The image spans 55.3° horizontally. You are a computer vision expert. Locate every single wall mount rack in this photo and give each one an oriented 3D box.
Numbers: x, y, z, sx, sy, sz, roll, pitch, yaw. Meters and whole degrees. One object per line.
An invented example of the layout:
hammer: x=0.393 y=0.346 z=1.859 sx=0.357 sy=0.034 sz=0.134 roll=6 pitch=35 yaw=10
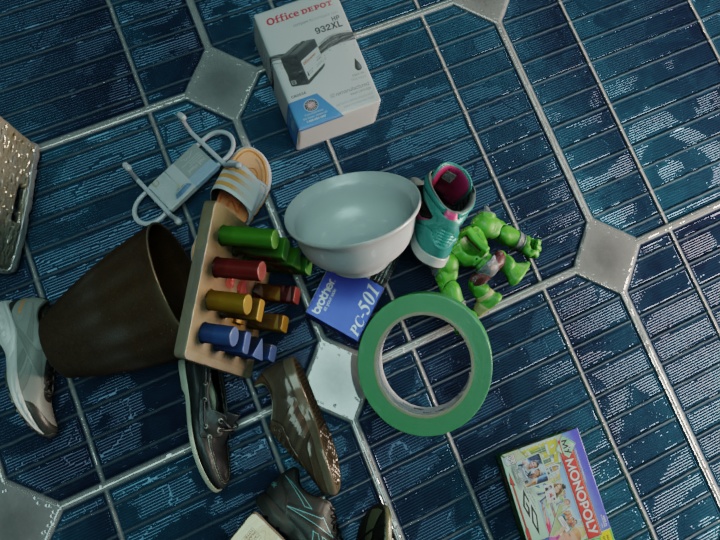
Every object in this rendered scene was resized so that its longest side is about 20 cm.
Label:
wall mount rack: x=-0.258 y=-0.140 z=1.017 sx=0.200 sy=0.075 sz=0.173 roll=-45 pitch=63 yaw=-10

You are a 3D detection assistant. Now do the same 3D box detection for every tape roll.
tape roll: x=0.094 y=0.134 z=1.002 sx=0.194 sy=0.048 sz=0.207 roll=0 pitch=92 yaw=10

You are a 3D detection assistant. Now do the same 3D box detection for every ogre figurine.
ogre figurine: x=0.185 y=-0.012 z=1.056 sx=0.199 sy=0.098 sz=0.121 roll=-41 pitch=95 yaw=1

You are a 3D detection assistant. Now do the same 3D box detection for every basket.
basket: x=-0.579 y=-0.117 z=0.945 sx=0.193 sy=0.161 sz=0.205 roll=6 pitch=78 yaw=-3

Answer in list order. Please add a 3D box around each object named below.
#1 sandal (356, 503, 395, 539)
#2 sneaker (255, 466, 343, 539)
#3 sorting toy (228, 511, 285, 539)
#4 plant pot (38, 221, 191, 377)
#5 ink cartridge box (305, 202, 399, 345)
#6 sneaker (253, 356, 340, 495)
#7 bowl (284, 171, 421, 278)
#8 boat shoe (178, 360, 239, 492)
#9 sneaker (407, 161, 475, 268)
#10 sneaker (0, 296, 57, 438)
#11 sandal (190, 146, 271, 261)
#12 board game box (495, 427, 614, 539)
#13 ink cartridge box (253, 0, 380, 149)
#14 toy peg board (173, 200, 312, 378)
sandal: x=0.039 y=0.433 z=0.964 sx=0.056 sy=0.079 sz=0.208 roll=-3 pitch=80 yaw=-33
sneaker: x=-0.055 y=0.364 z=0.957 sx=0.200 sy=0.076 sz=0.079 roll=44 pitch=72 yaw=5
sorting toy: x=-0.138 y=0.471 z=0.926 sx=0.198 sy=0.070 sz=0.201 roll=42 pitch=78 yaw=3
plant pot: x=-0.330 y=0.063 z=0.947 sx=0.196 sy=0.187 sz=0.191 roll=-24 pitch=81 yaw=2
ink cartridge box: x=0.000 y=0.000 z=1.056 sx=0.092 sy=0.044 sz=0.204 roll=27 pitch=77 yaw=1
sneaker: x=-0.091 y=0.232 z=0.996 sx=0.074 sy=0.070 sz=0.205 roll=-23 pitch=78 yaw=8
bowl: x=-0.005 y=-0.054 z=0.979 sx=0.196 sy=0.202 sz=0.092 roll=-18 pitch=124 yaw=-10
boat shoe: x=-0.203 y=0.203 z=0.972 sx=0.064 sy=0.075 sz=0.205 roll=-18 pitch=71 yaw=8
sneaker: x=0.109 y=-0.111 z=1.010 sx=0.081 sy=0.122 sz=0.203 roll=14 pitch=35 yaw=-20
sneaker: x=-0.452 y=0.132 z=0.960 sx=0.077 sy=0.074 sz=0.206 roll=-16 pitch=80 yaw=-15
sandal: x=-0.195 y=-0.096 z=1.044 sx=0.077 sy=0.059 sz=0.211 roll=22 pitch=76 yaw=-1
board game box: x=0.294 y=0.355 z=1.027 sx=0.131 sy=0.029 sz=0.206 roll=-16 pitch=81 yaw=-9
ink cartridge box: x=-0.071 y=-0.319 z=1.094 sx=0.142 sy=0.084 sz=0.205 roll=-21 pitch=81 yaw=-10
toy peg board: x=-0.146 y=0.037 z=0.940 sx=0.095 sy=0.200 sz=0.205 roll=4 pitch=76 yaw=18
